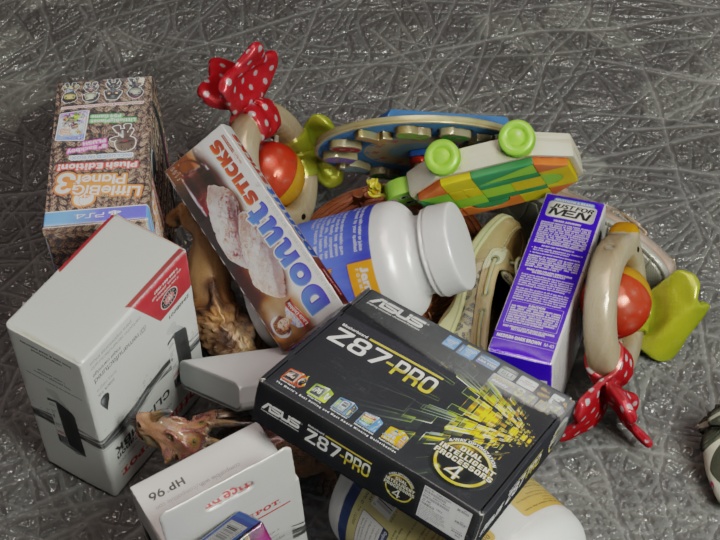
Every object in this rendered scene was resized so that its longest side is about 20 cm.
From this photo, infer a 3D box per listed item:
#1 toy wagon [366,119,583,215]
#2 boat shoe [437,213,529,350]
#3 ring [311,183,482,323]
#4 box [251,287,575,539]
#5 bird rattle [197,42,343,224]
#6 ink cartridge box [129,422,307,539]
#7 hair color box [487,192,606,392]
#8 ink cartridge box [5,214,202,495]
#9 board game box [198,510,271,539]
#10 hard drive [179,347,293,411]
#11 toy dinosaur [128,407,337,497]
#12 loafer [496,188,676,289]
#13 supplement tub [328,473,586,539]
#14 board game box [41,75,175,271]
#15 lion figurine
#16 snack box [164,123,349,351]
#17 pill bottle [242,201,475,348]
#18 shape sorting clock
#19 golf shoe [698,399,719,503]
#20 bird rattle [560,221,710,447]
[{"bbox_3d":[0.104,-0.085,1.299,0.199,0.155,0.040,-13,75,14],"label":"toy wagon"},{"bbox_3d":[0.122,0.034,1.310,0.062,0.073,0.201,7,58,30],"label":"boat shoe"},{"bbox_3d":[0.030,-0.020,1.404,0.199,0.019,0.201,-1,48,2],"label":"ring"},{"bbox_3d":[0.042,0.108,1.074,0.199,0.049,0.161,29,38,20],"label":"box"},{"bbox_3d":[-0.082,-0.119,1.374,0.112,0.200,0.164,-9,61,20],"label":"bird rattle"},{"bbox_3d":[-0.108,0.198,1.097,0.115,0.201,0.068,-26,52,-19],"label":"ink cartridge box"},{"bbox_3d":[0.171,0.039,1.281,0.064,0.110,0.201,13,50,17],"label":"hair color box"},{"bbox_3d":[-0.214,0.077,1.215,0.083,0.201,0.144,25,55,20],"label":"ink cartridge box"},{"bbox_3d":[-0.112,0.314,1.006,0.200,0.200,0.043,-35,21,-25],"label":"board game box"},{"bbox_3d":[-0.042,0.086,1.224,0.199,0.026,0.132,-7,9,-28],"label":"hard drive"},{"bbox_3d":[-0.084,0.146,1.186,0.199,0.136,0.086,-20,50,-15],"label":"toy dinosaur"},{"bbox_3d":[0.230,-0.045,1.383,0.199,0.072,0.063,28,49,29],"label":"loafer"},{"bbox_3d":[0.087,0.216,1.106,0.144,0.145,0.200,-34,54,-24],"label":"supplement tub"},{"bbox_3d":[-0.240,-0.063,1.366,0.096,0.160,0.201,-5,49,-1],"label":"board game box"},{"bbox_3d":[-0.140,-0.007,1.314,0.072,0.201,0.122,-15,15,-16],"label":"lion figurine"},{"bbox_3d":[-0.093,-0.030,1.249,0.072,0.024,0.201,-37,78,13],"label":"snack box"},{"bbox_3d":[0.000,0.000,1.288,0.199,0.112,0.113,-14,45,20],"label":"pill bottle"},{"bbox_3d":[0.055,-0.113,1.331,0.198,0.200,0.040,-4,81,0],"label":"shape sorting clock"},{"bbox_3d":[0.392,0.159,1.198,0.198,0.077,0.089,-2,68,5],"label":"golf shoe"},{"bbox_3d":[0.222,0.051,1.245,0.112,0.164,0.200,7,37,34],"label":"bird rattle"}]
